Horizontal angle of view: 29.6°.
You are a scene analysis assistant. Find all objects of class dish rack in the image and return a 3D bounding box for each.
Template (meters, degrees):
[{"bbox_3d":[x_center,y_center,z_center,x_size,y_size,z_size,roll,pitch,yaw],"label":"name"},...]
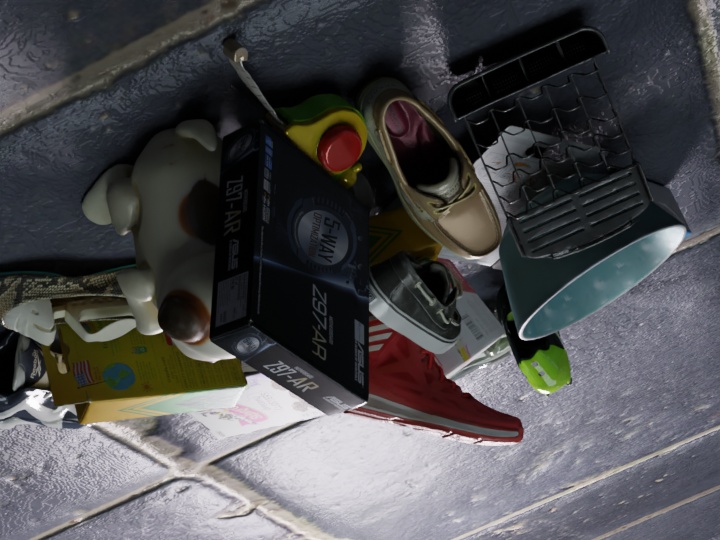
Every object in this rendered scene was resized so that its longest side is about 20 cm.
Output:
[{"bbox_3d":[0.182,-0.111,1.262,0.153,0.200,0.055,-24,-167,5],"label":"dish rack"}]

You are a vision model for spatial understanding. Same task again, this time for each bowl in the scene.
[{"bbox_3d":[0.223,-0.027,1.400,0.201,0.105,0.201,-28,162,-10],"label":"bowl"}]

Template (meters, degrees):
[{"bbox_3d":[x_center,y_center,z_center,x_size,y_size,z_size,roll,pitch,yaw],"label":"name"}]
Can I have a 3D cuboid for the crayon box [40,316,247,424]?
[{"bbox_3d":[-0.228,0.084,1.379,0.200,0.127,0.051,-3,148,-27],"label":"crayon box"}]

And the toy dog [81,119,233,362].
[{"bbox_3d":[-0.134,-0.013,1.188,0.139,0.200,0.194,3,145,-37],"label":"toy dog"}]

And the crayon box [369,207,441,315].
[{"bbox_3d":[0.000,0.000,1.326,0.200,0.051,0.127,-18,156,-18],"label":"crayon box"}]

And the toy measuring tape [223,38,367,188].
[{"bbox_3d":[-0.045,-0.142,1.173,0.073,0.074,0.200,-25,136,10],"label":"toy measuring tape"}]

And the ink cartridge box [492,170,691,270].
[{"bbox_3d":[0.264,-0.023,1.573,0.115,0.068,0.200,12,139,-45],"label":"ink cartridge box"}]

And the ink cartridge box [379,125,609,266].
[{"bbox_3d":[0.134,-0.087,1.408,0.162,0.050,0.200,8,136,-41],"label":"ink cartridge box"}]

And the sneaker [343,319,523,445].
[{"bbox_3d":[0.073,0.102,1.343,0.200,0.116,0.078,14,169,-5],"label":"sneaker"}]

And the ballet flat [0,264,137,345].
[{"bbox_3d":[-0.278,0.036,1.314,0.200,0.075,0.068,-4,149,-28],"label":"ballet flat"}]

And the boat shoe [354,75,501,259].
[{"bbox_3d":[0.066,-0.083,1.226,0.074,0.066,0.200,-41,111,0],"label":"boat shoe"}]

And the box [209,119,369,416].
[{"bbox_3d":[-0.054,-0.001,1.132,0.043,0.200,0.160,-20,142,29],"label":"box"}]

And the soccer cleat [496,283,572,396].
[{"bbox_3d":[0.193,0.060,1.568,0.067,0.200,0.081,-32,124,12],"label":"soccer cleat"}]

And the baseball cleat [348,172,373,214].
[{"bbox_3d":[-0.047,-0.077,1.293,0.106,0.070,0.200,-30,160,-3],"label":"baseball cleat"}]

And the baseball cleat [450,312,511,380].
[{"bbox_3d":[0.114,0.116,1.707,0.200,0.070,0.106,-21,162,12],"label":"baseball cleat"}]

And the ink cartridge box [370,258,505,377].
[{"bbox_3d":[0.058,0.071,1.476,0.067,0.117,0.200,-43,170,37],"label":"ink cartridge box"}]

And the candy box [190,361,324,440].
[{"bbox_3d":[-0.101,0.116,1.542,0.200,0.072,0.168,-14,153,10],"label":"candy box"}]

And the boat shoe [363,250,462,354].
[{"bbox_3d":[0.063,0.028,1.272,0.064,0.071,0.200,-36,158,13],"label":"boat shoe"}]

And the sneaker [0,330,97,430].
[{"bbox_3d":[-0.320,0.110,1.411,0.199,0.080,0.130,-2,157,-13],"label":"sneaker"}]
